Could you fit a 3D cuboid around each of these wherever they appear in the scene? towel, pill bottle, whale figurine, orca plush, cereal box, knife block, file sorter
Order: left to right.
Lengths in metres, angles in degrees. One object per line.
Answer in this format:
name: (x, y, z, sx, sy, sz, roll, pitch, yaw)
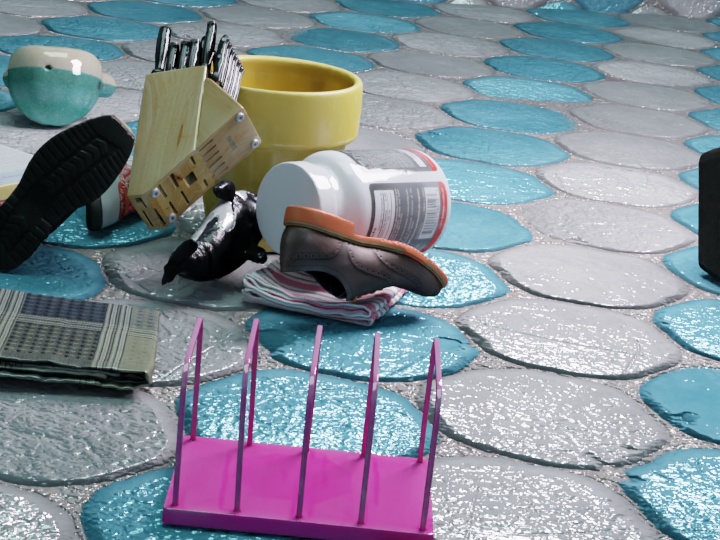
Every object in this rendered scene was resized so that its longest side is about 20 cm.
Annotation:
cereal box: (-0.443, -0.112, 2.087, 0.199, 0.040, 0.143, 19, 21, 34)
towel: (-0.277, 0.064, 1.604, 0.190, 0.035, 0.200, 8, 15, -5)
whale figurine: (-0.416, -0.243, 2.466, 0.157, 0.105, 0.200, 5, -7, -2)
knife block: (-0.195, -0.163, 1.849, 0.200, 0.064, 0.175, -43, 55, -11)
orca plush: (-0.127, -0.032, 1.813, 0.070, 0.106, 0.200, 15, 10, 14)
file sorter: (-0.039, 0.114, 1.345, 0.198, 0.127, 0.139, 6, 17, -1)
towel: (-0.027, 0.007, 1.861, 0.145, 0.030, 0.200, 11, 18, 14)
pill bottle: (-0.007, -0.068, 1.872, 0.115, 0.117, 0.199, 21, 17, 40)

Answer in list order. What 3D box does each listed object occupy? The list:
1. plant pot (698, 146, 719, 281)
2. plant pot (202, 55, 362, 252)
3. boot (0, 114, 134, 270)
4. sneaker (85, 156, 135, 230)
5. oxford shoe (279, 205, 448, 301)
plant pot: (0.490, -0.065, 2.024, 0.199, 0.202, 0.177, -8, 10, -39)
plant pot: (-0.104, -0.129, 2.001, 0.198, 0.191, 0.201, 6, 17, -2)
boot: (-0.309, -0.095, 1.857, 0.078, 0.199, 0.138, 50, 11, -8)
sneaker: (-0.259, -0.094, 2.044, 0.107, 0.068, 0.202, 1, 15, -7)
oxford shoe: (0.000, 0.000, 1.766, 0.199, 0.073, 0.071, 21, -12, -31)
